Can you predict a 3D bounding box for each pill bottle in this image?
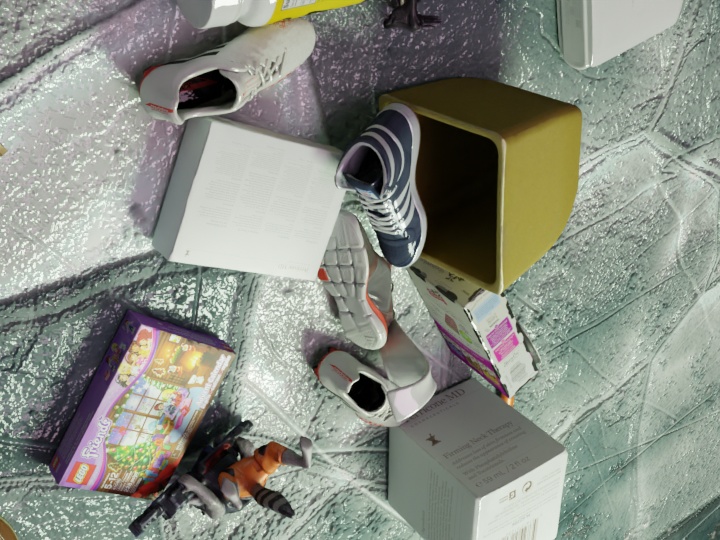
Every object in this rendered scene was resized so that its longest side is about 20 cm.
[{"bbox_3d":[-0.075,-0.297,0.920,0.198,0.114,0.116,-21,125,-28],"label":"pill bottle"}]

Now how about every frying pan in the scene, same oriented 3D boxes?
[{"bbox_3d":[0.200,0.063,1.339,0.031,0.115,0.191,-35,131,-2],"label":"frying pan"}]

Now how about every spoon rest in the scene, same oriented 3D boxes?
[{"bbox_3d":[0.059,0.123,1.213,0.060,0.200,0.101,-17,107,4],"label":"spoon rest"}]

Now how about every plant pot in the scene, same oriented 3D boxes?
[{"bbox_3d":[0.161,-0.124,1.159,0.199,0.193,0.198,-27,128,-34],"label":"plant pot"}]

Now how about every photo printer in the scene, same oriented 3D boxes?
[{"bbox_3d":[0.342,-0.371,1.245,0.199,0.069,0.168,-29,128,-23],"label":"photo printer"}]

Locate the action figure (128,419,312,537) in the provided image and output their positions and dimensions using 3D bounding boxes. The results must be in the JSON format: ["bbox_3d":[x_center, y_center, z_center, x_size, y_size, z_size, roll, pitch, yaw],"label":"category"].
[{"bbox_3d":[-0.158,0.260,1.113,0.200,0.193,0.105,-40,96,-33],"label":"action figure"}]

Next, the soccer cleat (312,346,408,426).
[{"bbox_3d":[0.017,0.166,1.265,0.069,0.085,0.200,-51,134,-4],"label":"soccer cleat"}]

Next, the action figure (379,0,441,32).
[{"bbox_3d":[0.049,-0.357,0.991,0.101,0.119,0.202,-15,133,-13],"label":"action figure"}]

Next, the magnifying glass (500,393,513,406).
[{"bbox_3d":[0.221,0.237,1.499,0.079,0.022,0.203,-31,131,-60],"label":"magnifying glass"}]

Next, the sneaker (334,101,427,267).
[{"bbox_3d":[0.023,-0.076,1.090,0.109,0.069,0.202,-47,141,-50],"label":"sneaker"}]

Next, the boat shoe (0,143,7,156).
[{"bbox_3d":[-0.385,-0.139,0.788,0.200,0.070,0.071,42,78,-36],"label":"boat shoe"}]

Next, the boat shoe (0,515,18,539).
[{"bbox_3d":[-0.387,0.345,1.045,0.075,0.074,0.202,-26,128,-25],"label":"boat shoe"}]

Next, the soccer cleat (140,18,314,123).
[{"bbox_3d":[-0.119,-0.193,0.949,0.198,0.085,0.069,-26,128,-25],"label":"soccer cleat"}]

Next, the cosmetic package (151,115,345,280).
[{"bbox_3d":[-0.112,-0.076,1.053,0.198,0.051,0.153,9,105,-42],"label":"cosmetic package"}]

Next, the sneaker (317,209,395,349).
[{"bbox_3d":[0.000,0.000,1.188,0.082,0.076,0.202,-52,142,-40],"label":"sneaker"}]

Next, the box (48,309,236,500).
[{"bbox_3d":[-0.242,0.156,1.083,0.136,0.039,0.202,23,98,-43],"label":"box"}]

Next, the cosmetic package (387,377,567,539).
[{"bbox_3d":[0.159,0.293,1.368,0.166,0.199,0.168,-20,126,-29],"label":"cosmetic package"}]

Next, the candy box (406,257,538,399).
[{"bbox_3d":[0.147,0.061,1.277,0.061,0.136,0.201,-41,133,-10],"label":"candy box"}]
